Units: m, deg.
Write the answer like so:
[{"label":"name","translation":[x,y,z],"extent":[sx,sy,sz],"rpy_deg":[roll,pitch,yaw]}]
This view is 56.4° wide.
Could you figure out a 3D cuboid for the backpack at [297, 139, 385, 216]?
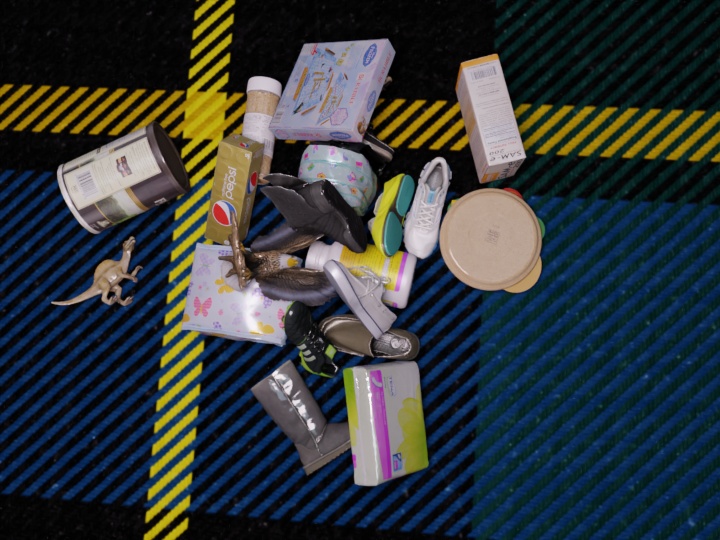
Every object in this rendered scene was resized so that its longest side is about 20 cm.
[{"label":"backpack","translation":[-0.040,-0.165,1.228],"extent":[0.165,0.200,0.128],"rpy_deg":[3,86,4]}]

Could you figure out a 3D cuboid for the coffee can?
[{"label":"coffee can","translation":[-0.450,-0.178,1.290],"extent":[0.198,0.146,0.148],"rpy_deg":[-24,82,2]}]

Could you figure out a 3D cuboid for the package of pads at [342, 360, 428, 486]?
[{"label":"package of pads","translation":[0.050,0.266,1.200],"extent":[0.068,0.154,0.202],"rpy_deg":[-11,82,41]}]

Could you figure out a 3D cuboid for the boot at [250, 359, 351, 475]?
[{"label":"boot","translation":[-0.086,0.256,1.259],"extent":[0.181,0.073,0.201],"rpy_deg":[-31,75,-1]}]

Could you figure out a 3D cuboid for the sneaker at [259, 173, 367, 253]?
[{"label":"sneaker","translation":[-0.074,-0.092,1.127],"extent":[0.103,0.200,0.060],"rpy_deg":[-13,48,25]}]

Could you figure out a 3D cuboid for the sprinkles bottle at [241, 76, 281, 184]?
[{"label":"sprinkles bottle","translation":[-0.199,-0.274,1.320],"extent":[0.067,0.068,0.202],"rpy_deg":[6,84,5]}]

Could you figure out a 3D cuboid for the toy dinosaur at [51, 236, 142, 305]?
[{"label":"toy dinosaur","translation":[-0.499,0.028,1.327],"extent":[0.200,0.058,0.101],"rpy_deg":[-45,67,-9]}]

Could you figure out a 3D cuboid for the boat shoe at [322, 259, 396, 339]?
[{"label":"boat shoe","translation":[0.013,0.034,1.158],"extent":[0.086,0.202,0.075],"rpy_deg":[-41,39,-6]}]

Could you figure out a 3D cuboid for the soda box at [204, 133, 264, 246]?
[{"label":"soda box","translation":[-0.238,-0.149,1.263],"extent":[0.067,0.064,0.202],"rpy_deg":[20,118,7]}]

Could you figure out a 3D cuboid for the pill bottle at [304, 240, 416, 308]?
[{"label":"pill bottle","translation":[0.000,0.000,1.256],"extent":[0.198,0.104,0.105],"rpy_deg":[13,85,5]}]

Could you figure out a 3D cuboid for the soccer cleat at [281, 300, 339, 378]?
[{"label":"soccer cleat","translation":[-0.085,0.125,1.209],"extent":[0.080,0.201,0.068],"rpy_deg":[17,57,25]}]

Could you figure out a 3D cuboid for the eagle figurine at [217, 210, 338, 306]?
[{"label":"eagle figurine","translation":[-0.134,-0.017,1.168],"extent":[0.151,0.199,0.153],"rpy_deg":[44,125,37]}]

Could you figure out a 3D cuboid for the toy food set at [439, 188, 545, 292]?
[{"label":"toy food set","translation":[0.249,-0.061,1.271],"extent":[0.198,0.049,0.200],"rpy_deg":[4,84,5]}]

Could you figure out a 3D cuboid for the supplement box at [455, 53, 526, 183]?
[{"label":"supplement box","translation":[0.241,-0.280,1.258],"extent":[0.073,0.126,0.202],"rpy_deg":[-13,83,1]}]

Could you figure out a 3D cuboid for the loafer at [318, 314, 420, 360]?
[{"label":"loafer","translation":[0.014,0.124,1.257],"extent":[0.198,0.070,0.076],"rpy_deg":[7,84,5]}]

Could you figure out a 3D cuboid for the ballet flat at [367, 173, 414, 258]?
[{"label":"ballet flat","translation":[0.050,-0.099,1.254],"extent":[0.066,0.067,0.201],"rpy_deg":[-7,48,31]}]

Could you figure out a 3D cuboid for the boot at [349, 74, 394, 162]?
[{"label":"boot","translation":[0.011,-0.318,1.308],"extent":[0.199,0.073,0.151],"rpy_deg":[35,88,16]}]

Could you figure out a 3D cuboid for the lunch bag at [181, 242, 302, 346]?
[{"label":"lunch bag","translation":[-0.213,0.048,1.259],"extent":[0.198,0.127,0.172],"rpy_deg":[5,82,15]}]

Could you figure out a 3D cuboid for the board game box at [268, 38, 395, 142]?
[{"label":"board game box","translation":[-0.055,-0.338,1.262],"extent":[0.198,0.041,0.202],"rpy_deg":[10,71,33]}]

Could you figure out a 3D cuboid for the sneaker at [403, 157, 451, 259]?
[{"label":"sneaker","translation":[0.125,-0.122,1.269],"extent":[0.074,0.087,0.202],"rpy_deg":[11,86,4]}]
